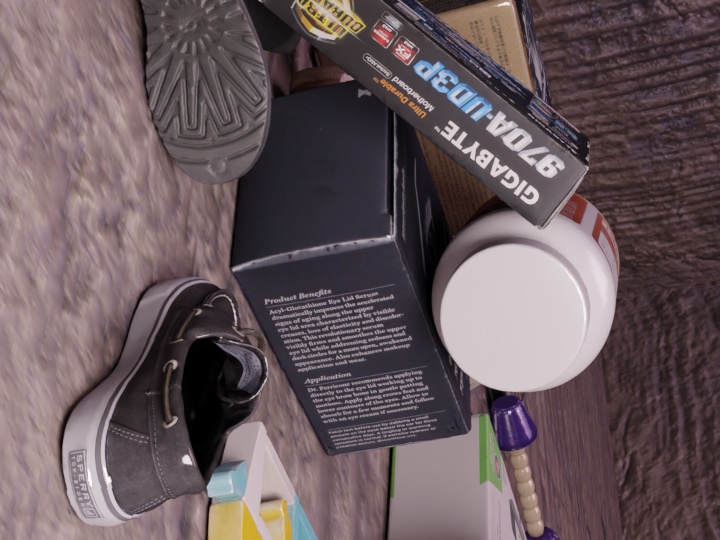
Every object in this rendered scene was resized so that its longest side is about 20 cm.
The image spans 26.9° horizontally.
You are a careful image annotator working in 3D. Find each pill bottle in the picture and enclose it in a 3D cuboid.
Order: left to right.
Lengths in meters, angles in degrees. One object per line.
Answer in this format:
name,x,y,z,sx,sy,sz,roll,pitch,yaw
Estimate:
pill bottle,0.104,0.011,0.936,0.200,0.111,0.113,-39,117,-75

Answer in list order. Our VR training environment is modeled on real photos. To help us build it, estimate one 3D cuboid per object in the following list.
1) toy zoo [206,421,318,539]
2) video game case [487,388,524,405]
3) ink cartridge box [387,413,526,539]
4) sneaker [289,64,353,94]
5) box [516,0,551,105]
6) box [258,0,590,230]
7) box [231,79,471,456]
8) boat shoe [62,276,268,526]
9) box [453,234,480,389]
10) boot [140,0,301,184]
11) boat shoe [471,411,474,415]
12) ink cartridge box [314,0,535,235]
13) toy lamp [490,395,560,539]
toy zoo,-0.046,0.176,0.814,0.132,0.020,0.201,-87,161,-48
video game case,0.169,0.088,1.848,0.200,0.025,0.182,-57,135,-73
ink cartridge box,0.087,0.240,1.210,0.146,0.083,0.201,-85,160,-51
sneaker,0.000,-0.072,1.118,0.200,0.070,0.076,58,25,-57
box,0.173,-0.239,1.929,0.198,0.123,0.201,-84,159,-48
box,0.045,-0.112,0.872,0.199,0.046,0.159,39,13,0
box,0.000,0.000,0.977,0.149,0.103,0.201,-88,162,-44
boat shoe,-0.074,0.050,0.686,0.200,0.066,0.071,-59,137,-71
box,0.099,0.032,1.268,0.078,0.095,0.200,54,-13,15
boot,-0.074,-0.139,0.879,0.200,0.065,0.167,-45,125,-80
boat shoe,0.076,0.149,1.277,0.201,0.070,0.071,68,16,-46
ink cartridge box,0.067,-0.125,1.247,0.075,0.163,0.201,-85,161,-60
toy lamp,0.189,0.238,1.737,0.058,0.058,0.202,-76,151,-63
